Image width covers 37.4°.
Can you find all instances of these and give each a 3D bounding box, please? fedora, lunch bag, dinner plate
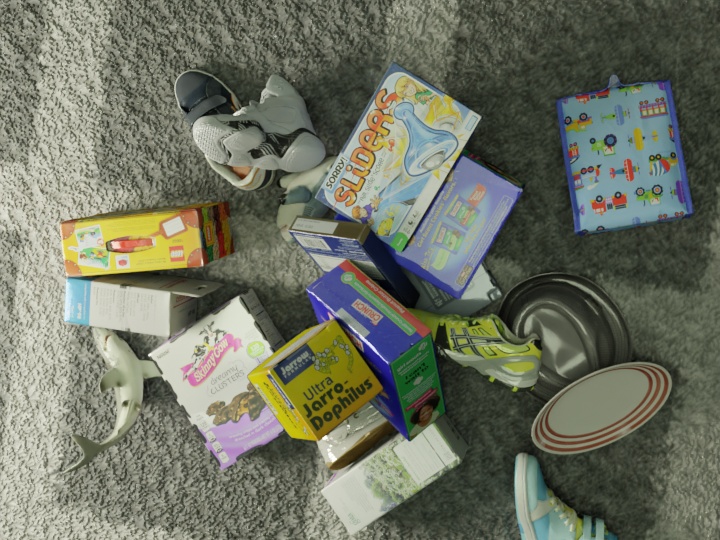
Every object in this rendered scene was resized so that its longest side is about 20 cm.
[{"bbox_3d":[0.272,0.101,1.432,0.176,0.090,0.201,-33,91,14],"label":"fedora"},{"bbox_3d":[0.342,-0.157,1.391,0.149,0.094,0.202,-9,87,14],"label":"lunch bag"},{"bbox_3d":[0.317,0.178,1.410,0.199,0.200,0.024,-31,51,13],"label":"dinner plate"}]

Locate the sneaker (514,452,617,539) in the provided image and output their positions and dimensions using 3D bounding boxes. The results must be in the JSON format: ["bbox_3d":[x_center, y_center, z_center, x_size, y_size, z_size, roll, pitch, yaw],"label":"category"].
[{"bbox_3d":[0.284,0.340,1.473,0.129,0.080,0.202,-9,106,14],"label":"sneaker"}]

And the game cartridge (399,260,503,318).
[{"bbox_3d":[0.092,-0.017,1.478,0.133,0.040,0.201,-31,91,10],"label":"game cartridge"}]

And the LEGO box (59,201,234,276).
[{"bbox_3d":[-0.293,-0.045,1.488,0.198,0.149,0.078,-4,97,12],"label":"LEGO box"}]

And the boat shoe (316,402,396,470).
[{"bbox_3d":[0.021,0.199,1.505,0.199,0.071,0.070,-35,65,2],"label":"boat shoe"}]

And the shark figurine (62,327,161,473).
[{"bbox_3d":[-0.358,0.202,1.563,0.127,0.216,0.089,19,145,-21],"label":"shark figurine"}]

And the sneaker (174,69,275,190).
[{"bbox_3d":[-0.195,-0.200,1.484,0.078,0.079,0.200,-39,88,14],"label":"sneaker"}]

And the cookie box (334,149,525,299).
[{"bbox_3d":[0.091,-0.089,1.412,0.199,0.075,0.172,31,102,5],"label":"cookie box"}]

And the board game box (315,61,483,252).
[{"bbox_3d":[0.049,-0.144,1.357,0.135,0.034,0.201,31,101,6],"label":"board game box"}]

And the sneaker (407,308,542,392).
[{"bbox_3d":[0.147,0.086,1.399,0.198,0.075,0.077,22,106,11],"label":"sneaker"}]

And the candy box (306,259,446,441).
[{"bbox_3d":[0.024,0.106,1.397,0.077,0.201,0.169,-38,56,-15],"label":"candy box"}]

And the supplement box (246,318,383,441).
[{"bbox_3d":[-0.064,0.146,1.391,0.109,0.200,0.110,-37,92,-15],"label":"supplement box"}]

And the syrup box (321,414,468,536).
[{"bbox_3d":[0.048,0.282,1.506,0.199,0.081,0.079,-37,89,14],"label":"syrup box"}]

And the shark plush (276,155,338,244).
[{"bbox_3d":[-0.035,-0.119,1.492,0.199,0.091,0.084,-33,112,-7],"label":"shark plush"}]

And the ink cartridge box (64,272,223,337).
[{"bbox_3d":[-0.307,0.046,1.520,0.198,0.116,0.067,8,99,10],"label":"ink cartridge box"}]

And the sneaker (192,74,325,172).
[{"bbox_3d":[-0.142,-0.201,1.420,0.075,0.198,0.116,-41,55,41],"label":"sneaker"}]

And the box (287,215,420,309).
[{"bbox_3d":[0.000,0.000,1.428,0.120,0.200,0.033,9,60,37],"label":"box"}]

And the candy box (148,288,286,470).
[{"bbox_3d":[-0.180,0.156,1.535,0.167,0.072,0.201,-32,92,13],"label":"candy box"}]
